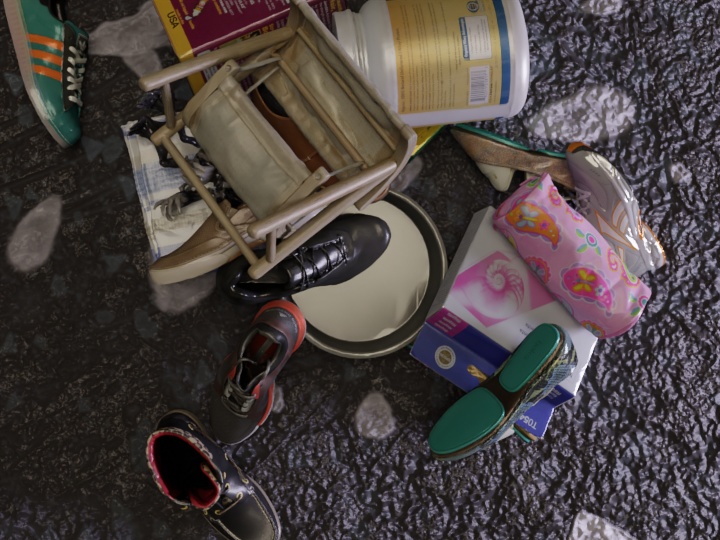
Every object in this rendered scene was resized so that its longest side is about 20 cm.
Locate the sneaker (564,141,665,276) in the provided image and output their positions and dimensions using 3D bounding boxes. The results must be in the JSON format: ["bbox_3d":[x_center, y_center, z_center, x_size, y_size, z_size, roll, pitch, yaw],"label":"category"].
[{"bbox_3d":[0.279,-0.056,1.173,0.092,0.076,0.200,-35,115,3],"label":"sneaker"}]

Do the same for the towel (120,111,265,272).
[{"bbox_3d":[-0.193,-0.096,1.201,0.146,0.024,0.201,-13,89,-6],"label":"towel"}]

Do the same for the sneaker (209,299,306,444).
[{"bbox_3d":[-0.132,0.123,1.129,0.077,0.082,0.200,29,116,6],"label":"sneaker"}]

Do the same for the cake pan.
[{"bbox_3d":[0.000,0.000,1.158,0.199,0.037,0.201,0,93,-9],"label":"cake pan"}]

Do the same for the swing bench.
[{"bbox_3d":[-0.082,-0.138,1.014,0.200,0.130,0.199,-34,77,-16],"label":"swing bench"}]

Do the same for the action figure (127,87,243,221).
[{"bbox_3d":[-0.183,-0.104,1.136,0.200,0.119,0.102,47,43,2],"label":"action figure"}]

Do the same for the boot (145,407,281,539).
[{"bbox_3d":[-0.165,0.242,1.114,0.073,0.151,0.200,-36,89,-5],"label":"boot"}]

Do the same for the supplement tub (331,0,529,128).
[{"bbox_3d":[0.074,-0.232,1.106,0.199,0.145,0.145,-6,86,-4],"label":"supplement tub"}]

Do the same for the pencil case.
[{"bbox_3d":[0.240,-0.015,1.132,0.087,0.087,0.200,-44,95,-5],"label":"pencil case"}]

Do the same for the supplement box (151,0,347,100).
[{"bbox_3d":[-0.119,-0.280,1.153,0.199,0.131,0.103,-24,65,-6],"label":"supplement box"}]

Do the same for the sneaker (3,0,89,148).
[{"bbox_3d":[-0.354,-0.246,1.178,0.080,0.071,0.201,-18,86,0],"label":"sneaker"}]

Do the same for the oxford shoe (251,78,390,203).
[{"bbox_3d":[-0.050,-0.147,1.114,0.200,0.071,0.071,40,80,12],"label":"oxford shoe"}]

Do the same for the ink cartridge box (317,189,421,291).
[{"bbox_3d":[-0.032,-0.085,1.193,0.109,0.050,0.200,-41,99,-5],"label":"ink cartridge box"}]

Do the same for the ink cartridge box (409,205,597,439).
[{"bbox_3d":[0.180,0.059,1.156,0.196,0.043,0.200,33,65,-14],"label":"ink cartridge box"}]

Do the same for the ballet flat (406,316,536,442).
[{"bbox_3d":[0.143,0.120,1.181,0.200,0.069,0.063,39,89,0],"label":"ballet flat"}]

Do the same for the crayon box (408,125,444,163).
[{"bbox_3d":[0.087,-0.241,1.209,0.200,0.058,0.119,-45,90,-5],"label":"crayon box"}]

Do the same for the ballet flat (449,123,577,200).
[{"bbox_3d":[0.197,-0.121,1.207,0.199,0.068,0.067,15,100,-1],"label":"ballet flat"}]

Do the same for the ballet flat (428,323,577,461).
[{"bbox_3d":[0.163,0.146,1.105,0.200,0.074,0.074,-43,89,8],"label":"ballet flat"}]

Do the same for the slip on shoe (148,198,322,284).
[{"bbox_3d":[-0.139,-0.048,1.082,0.199,0.076,0.061,-24,104,-4],"label":"slip on shoe"}]

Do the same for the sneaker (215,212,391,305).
[{"bbox_3d":[-0.057,-0.006,1.085,0.199,0.091,0.076,-23,97,-8],"label":"sneaker"}]
